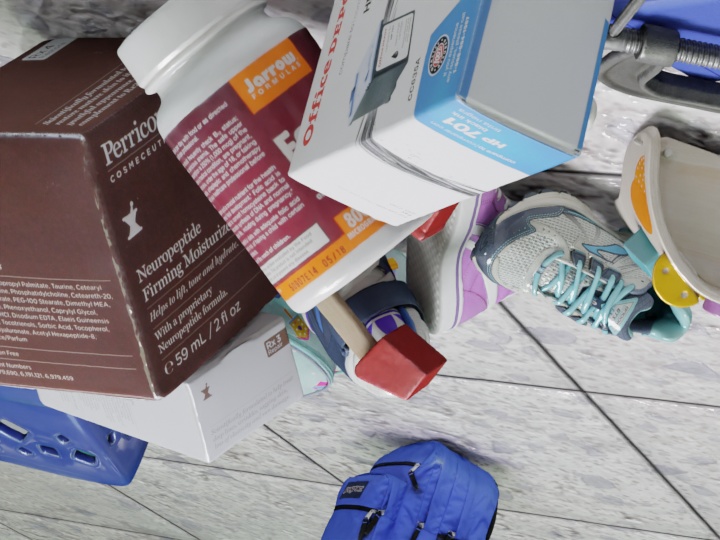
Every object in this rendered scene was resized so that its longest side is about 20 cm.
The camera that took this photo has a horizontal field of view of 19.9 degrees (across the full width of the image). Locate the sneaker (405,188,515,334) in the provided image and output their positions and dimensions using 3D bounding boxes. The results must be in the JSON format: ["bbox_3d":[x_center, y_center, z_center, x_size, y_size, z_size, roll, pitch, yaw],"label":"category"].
[{"bbox_3d":[0.094,-0.047,1.489,0.114,0.073,0.201,-21,146,-18],"label":"sneaker"}]

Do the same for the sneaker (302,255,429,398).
[{"bbox_3d":[0.000,0.000,1.490,0.146,0.080,0.201,42,152,49],"label":"sneaker"}]

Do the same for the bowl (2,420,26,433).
[{"bbox_3d":[-0.421,0.126,2.348,0.200,0.091,0.201,15,162,5],"label":"bowl"}]

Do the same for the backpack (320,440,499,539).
[{"bbox_3d":[0.056,0.285,2.260,0.168,0.201,0.162,37,156,-28],"label":"backpack"}]

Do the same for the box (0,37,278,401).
[{"bbox_3d":[-0.182,-0.039,1.422,0.163,0.166,0.201,4,120,32],"label":"box"}]

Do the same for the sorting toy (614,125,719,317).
[{"bbox_3d":[0.253,-0.018,1.418,0.199,0.107,0.180,18,-179,-9],"label":"sorting toy"}]

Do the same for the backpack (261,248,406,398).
[{"bbox_3d":[-0.064,0.021,1.667,0.199,0.154,0.176,17,158,-28],"label":"backpack"}]

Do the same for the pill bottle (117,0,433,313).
[{"bbox_3d":[-0.054,-0.085,1.278,0.200,0.114,0.114,53,156,-2],"label":"pill bottle"}]

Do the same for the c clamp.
[{"bbox_3d":[0.216,-0.107,1.150,0.199,0.027,0.171,11,169,-13],"label":"c clamp"}]

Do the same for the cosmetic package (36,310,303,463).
[{"bbox_3d":[-0.147,0.068,1.503,0.199,0.101,0.074,15,128,44],"label":"cosmetic package"}]

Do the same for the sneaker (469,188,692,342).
[{"bbox_3d":[0.167,0.003,1.469,0.199,0.078,0.086,12,-147,-39],"label":"sneaker"}]

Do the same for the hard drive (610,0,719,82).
[{"bbox_3d":[0.237,-0.139,1.112,0.199,0.026,0.132,-2,165,43],"label":"hard drive"}]

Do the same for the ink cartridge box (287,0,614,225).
[{"bbox_3d":[0.052,-0.122,1.150,0.086,0.147,0.200,22,161,-24],"label":"ink cartridge box"}]

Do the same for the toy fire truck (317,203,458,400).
[{"bbox_3d":[-0.006,-0.022,1.414,0.200,0.141,0.049,37,-159,11],"label":"toy fire truck"}]

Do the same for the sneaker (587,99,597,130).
[{"bbox_3d":[0.064,-0.103,1.327,0.199,0.075,0.086,8,178,39],"label":"sneaker"}]

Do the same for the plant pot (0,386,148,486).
[{"bbox_3d":[-0.295,0.063,1.909,0.199,0.201,0.180,9,155,19],"label":"plant pot"}]
